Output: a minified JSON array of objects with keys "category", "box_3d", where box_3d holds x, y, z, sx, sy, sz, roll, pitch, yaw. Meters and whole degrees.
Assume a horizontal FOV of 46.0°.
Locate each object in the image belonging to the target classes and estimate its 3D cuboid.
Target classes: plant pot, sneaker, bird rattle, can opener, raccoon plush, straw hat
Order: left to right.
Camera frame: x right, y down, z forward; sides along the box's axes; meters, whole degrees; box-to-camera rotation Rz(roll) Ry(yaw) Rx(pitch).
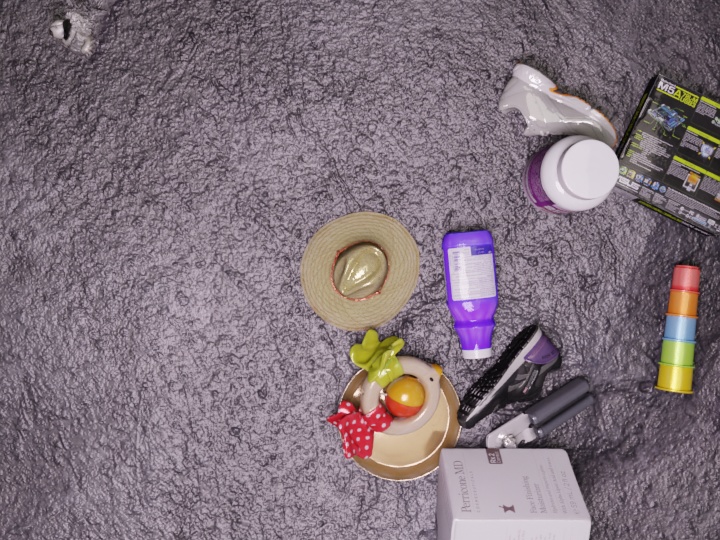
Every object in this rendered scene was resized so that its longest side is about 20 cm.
[{"category":"raccoon plush","box_3d":[-0.389,-0.413,1.315,0.199,0.097,0.135,-20,99,-1]},{"category":"straw hat","box_3d":[0.000,0.000,1.330,0.200,0.085,0.203,0,92,-1]},{"category":"bird rattle","box_3d":[0.046,0.199,1.307,0.162,0.113,0.201,10,94,-17]},{"category":"plant pot","box_3d":[0.063,0.237,1.367,0.199,0.027,0.201,0,91,0]},{"category":"sneaker","box_3d":[0.242,0.187,1.338,0.088,0.076,0.200,45,82,-8]},{"category":"can opener","box_3d":[0.279,0.233,1.354,0.199,0.066,0.053,-28,113,-8]},{"category":"sneaker","box_3d":[0.308,-0.238,1.343,0.199,0.076,0.092,34,98,6]}]

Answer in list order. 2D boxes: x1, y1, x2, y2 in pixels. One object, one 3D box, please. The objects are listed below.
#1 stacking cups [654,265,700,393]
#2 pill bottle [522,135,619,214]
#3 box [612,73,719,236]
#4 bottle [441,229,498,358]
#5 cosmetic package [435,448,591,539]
[{"category":"stacking cups","box_3d":[0.514,0.093,1.353,0.060,0.061,0.201,8,91,-1]},{"category":"pill bottle","box_3d":[0.317,-0.143,1.274,0.111,0.200,0.113,0,91,-1]},{"category":"box","box_3d":[0.517,-0.183,1.355,0.199,0.048,0.194,25,89,-1]},{"category":"bottle","box_3d":[0.177,0.037,1.344,0.083,0.065,0.201,-6,92,0]},{"category":"cosmetic package","box_3d":[0.221,0.383,1.281,0.199,0.165,0.166,1,116,-2]}]
